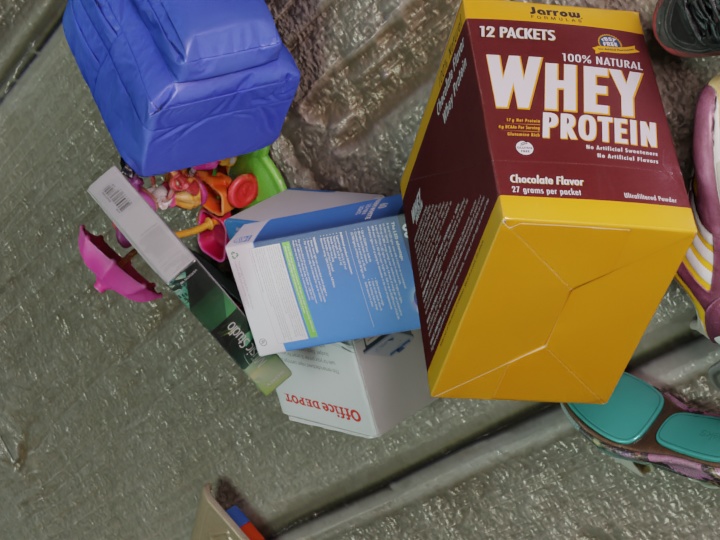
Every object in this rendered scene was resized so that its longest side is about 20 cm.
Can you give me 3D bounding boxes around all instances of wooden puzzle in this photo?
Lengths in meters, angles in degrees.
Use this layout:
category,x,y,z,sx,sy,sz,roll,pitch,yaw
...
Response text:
category,x,y,z,sx,sy,sz,roll,pitch,yaw
wooden puzzle,-0.123,0.353,2.140,0.200,0.046,0.186,50,146,26

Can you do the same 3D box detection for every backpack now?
category,x,y,z,sx,sy,sz,roll,pitch,yaw
backpack,-0.155,-0.211,1.659,0.200,0.162,0.168,59,143,27

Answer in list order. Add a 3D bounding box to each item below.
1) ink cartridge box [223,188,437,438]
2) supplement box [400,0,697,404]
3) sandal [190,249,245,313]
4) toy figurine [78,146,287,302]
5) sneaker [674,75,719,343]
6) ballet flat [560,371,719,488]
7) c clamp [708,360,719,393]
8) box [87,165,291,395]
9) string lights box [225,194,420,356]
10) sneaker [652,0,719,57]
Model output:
category,x,y,z,sx,sy,sz,roll,pitch,yaw
ink cartridge box,-0.026,0.035,1.725,0.146,0.086,0.201,8,121,51
supplement box,0.122,-0.046,1.336,0.198,0.132,0.201,108,160,-49
sandal,-0.129,0.036,1.880,0.200,0.045,0.075,35,173,32
toy figurine,-0.175,-0.054,1.773,0.150,0.184,0.201,33,137,36
sneaker,0.239,-0.037,1.303,0.090,0.075,0.201,9,120,46
ballet flat,0.235,0.131,1.467,0.200,0.069,0.071,17,147,47
c clamp,0.312,0.112,1.300,0.171,0.027,0.200,37,172,-1
box,-0.145,0.011,1.648,0.144,0.036,0.200,46,177,39
string lights box,0.000,0.000,1.591,0.199,0.059,0.103,-10,109,18
sneaker,0.238,-0.171,1.197,0.200,0.098,0.071,-16,103,58
